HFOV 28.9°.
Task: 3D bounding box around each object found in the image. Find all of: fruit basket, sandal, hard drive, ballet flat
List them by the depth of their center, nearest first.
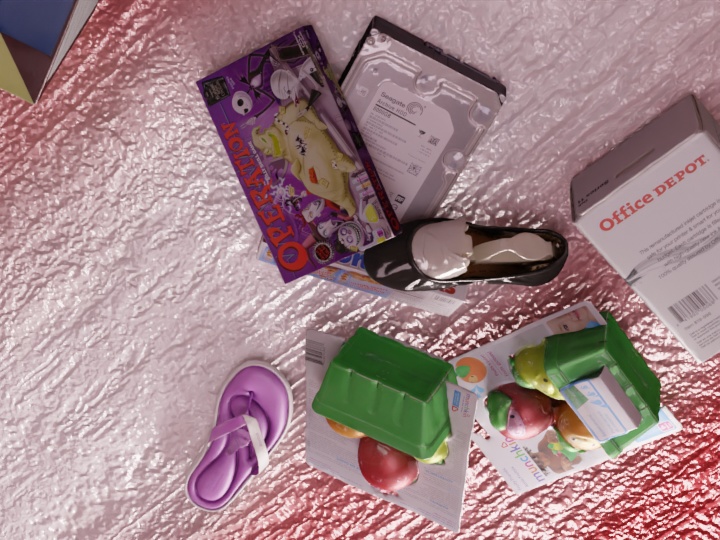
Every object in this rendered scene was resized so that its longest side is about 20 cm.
[{"bbox_3d":[0.027,-0.114,1.276,0.139,0.038,0.201,26,118,-11],"label":"hard drive"},{"bbox_3d":[0.102,-0.021,1.277,0.198,0.069,0.068,-2,166,-21],"label":"ballet flat"},{"bbox_3d":[0.188,0.134,1.377,0.199,0.094,0.186,-28,115,23],"label":"fruit basket"},{"bbox_3d":[0.028,0.157,1.391,0.184,0.094,0.201,21,139,21],"label":"fruit basket"},{"bbox_3d":[-0.126,0.184,1.455,0.082,0.050,0.204,20,120,-8],"label":"sandal"}]

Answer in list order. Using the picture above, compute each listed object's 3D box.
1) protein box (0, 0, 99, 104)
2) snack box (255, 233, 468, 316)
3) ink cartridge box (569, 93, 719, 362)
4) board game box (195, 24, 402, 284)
[{"bbox_3d":[-0.301,-0.270,1.115,0.197,0.201,0.135,26,119,-10],"label":"protein box"},{"bbox_3d":[0.000,0.000,1.328,0.198,0.025,0.072,17,165,-5],"label":"snack box"},{"bbox_3d":[0.305,-0.037,1.270,0.146,0.083,0.200,-35,113,23],"label":"ink cartridge box"},{"bbox_3d":[-0.055,-0.102,1.246,0.119,0.032,0.201,-23,93,27],"label":"board game box"}]
